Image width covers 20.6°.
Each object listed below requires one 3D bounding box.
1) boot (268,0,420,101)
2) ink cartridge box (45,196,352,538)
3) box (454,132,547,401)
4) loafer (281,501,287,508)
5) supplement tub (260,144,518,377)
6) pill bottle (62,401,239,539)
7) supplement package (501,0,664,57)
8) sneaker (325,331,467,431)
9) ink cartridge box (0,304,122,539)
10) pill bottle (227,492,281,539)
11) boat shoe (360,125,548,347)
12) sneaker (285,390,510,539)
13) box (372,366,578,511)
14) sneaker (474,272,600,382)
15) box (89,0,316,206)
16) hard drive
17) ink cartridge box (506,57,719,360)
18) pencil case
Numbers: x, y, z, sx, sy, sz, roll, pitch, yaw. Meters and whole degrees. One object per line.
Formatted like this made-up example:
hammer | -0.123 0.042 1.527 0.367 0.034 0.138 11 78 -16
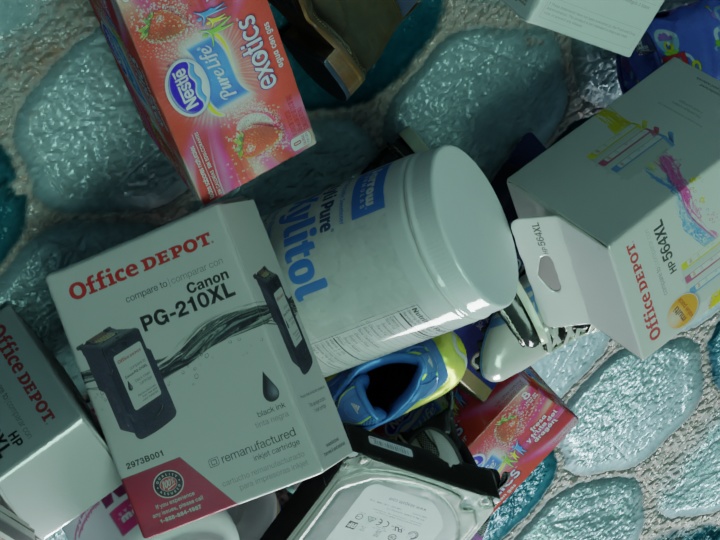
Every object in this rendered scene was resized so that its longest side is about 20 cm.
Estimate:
boot | -0.024 -0.213 1.374 0.097 0.075 0.200 -47 146 -11
ink cartridge box | -0.114 0.066 1.390 0.145 0.200 0.084 -22 178 15
box | 0.119 -0.003 1.629 0.200 0.032 0.121 -57 138 -8
loafer | -0.042 0.258 1.755 0.063 0.072 0.200 -36 149 -35
supplement tub | 0.000 0.000 1.457 0.200 0.132 0.132 -23 144 25
pill bottle | -0.161 0.197 1.507 0.113 0.200 0.114 -20 134 -22
supplement package | 0.176 -0.276 1.418 0.117 0.117 0.200 13 116 -41
sneaker | -0.016 0.100 1.534 0.200 0.076 0.105 -32 173 17
ink cartridge box | -0.287 0.141 1.411 0.200 0.145 0.084 -35 137 -7
pill bottle | -0.107 0.257 1.656 0.120 0.120 0.200 -29 137 -12
boat shoe | 0.070 -0.013 1.535 0.066 0.075 0.200 -35 100 -1
sneaker | 0.030 0.151 1.636 0.140 0.200 0.078 -63 167 -1
box | 0.076 0.156 1.718 0.200 0.100 0.095 -47 137 8
sneaker | 0.174 0.028 1.622 0.200 0.072 0.072 -35 133 -26
box | -0.114 -0.157 1.321 0.095 0.103 0.200 -30 138 -10
hard drive | -0.002 0.216 1.538 0.140 0.038 0.200 21 122 -26
ink cartridge box | 0.217 -0.040 1.504 0.200 0.125 0.129 -37 132 -15
pencil case | 0.298 -0.190 1.609 0.200 0.087 0.078 -21 176 -19
